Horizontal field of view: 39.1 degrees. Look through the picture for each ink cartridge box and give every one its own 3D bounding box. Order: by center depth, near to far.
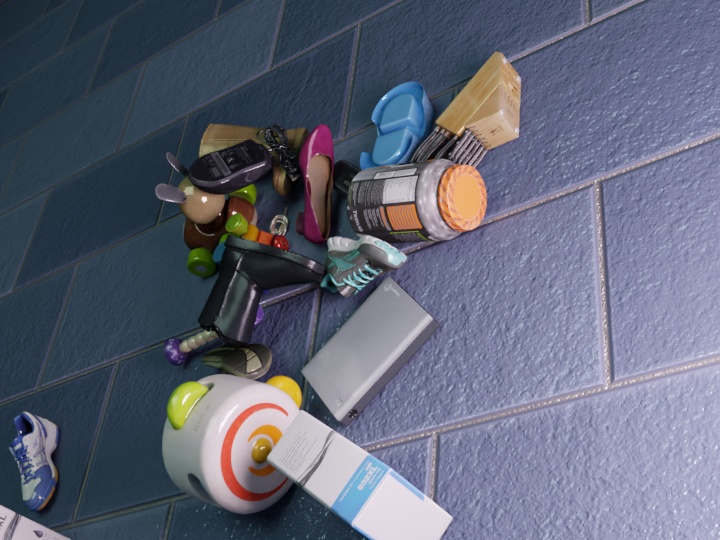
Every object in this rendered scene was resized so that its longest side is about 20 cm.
[{"bbox_3d":[-0.004,0.274,1.279,0.200,0.145,0.084,23,74,51],"label":"ink cartridge box"},{"bbox_3d":[-0.598,0.465,1.651,0.084,0.200,0.145,-4,55,42],"label":"ink cartridge box"}]

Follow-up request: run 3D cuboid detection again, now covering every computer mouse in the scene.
[{"bbox_3d":[-0.210,-0.181,1.816,0.199,0.053,0.139,-19,50,-13],"label":"computer mouse"}]

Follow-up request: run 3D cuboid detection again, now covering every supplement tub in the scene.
[{"bbox_3d":[0.085,-0.104,1.541,0.199,0.122,0.123,-1,57,43],"label":"supplement tub"}]

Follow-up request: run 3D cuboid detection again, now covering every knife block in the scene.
[{"bbox_3d":[0.166,-0.236,1.625,0.175,0.064,0.201,-18,46,32],"label":"knife block"}]

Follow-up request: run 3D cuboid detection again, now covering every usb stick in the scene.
[{"bbox_3d":[0.000,-0.140,1.731,0.055,0.033,0.200,-44,37,-5],"label":"usb stick"}]

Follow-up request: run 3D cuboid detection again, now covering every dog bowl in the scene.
[{"bbox_3d":[0.067,-0.231,1.730,0.111,0.050,0.201,-13,50,37],"label":"dog bowl"}]

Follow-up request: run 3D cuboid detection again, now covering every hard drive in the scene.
[{"bbox_3d":[0.013,0.116,1.494,0.200,0.033,0.140,-47,37,1],"label":"hard drive"}]

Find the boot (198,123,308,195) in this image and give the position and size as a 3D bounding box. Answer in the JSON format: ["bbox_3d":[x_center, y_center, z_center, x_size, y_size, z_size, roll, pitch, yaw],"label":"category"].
[{"bbox_3d":[-0.209,-0.209,1.906,0.199,0.066,0.176,4,43,13],"label":"boot"}]

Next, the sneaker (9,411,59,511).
[{"bbox_3d":[-0.609,0.349,1.857,0.075,0.088,0.201,-35,41,14],"label":"sneaker"}]

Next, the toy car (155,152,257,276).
[{"bbox_3d":[-0.303,-0.120,1.872,0.157,0.200,0.165,-23,44,29],"label":"toy car"}]

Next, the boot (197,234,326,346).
[{"bbox_3d":[-0.161,0.043,1.631,0.199,0.076,0.169,15,86,29],"label":"boot"}]

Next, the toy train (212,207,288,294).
[{"bbox_3d":[-0.190,-0.062,1.780,0.084,0.116,0.201,-15,48,35],"label":"toy train"}]

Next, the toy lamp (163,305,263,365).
[{"bbox_3d":[-0.251,0.105,1.744,0.199,0.058,0.058,-24,43,28],"label":"toy lamp"}]

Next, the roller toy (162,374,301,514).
[{"bbox_3d":[-0.173,0.246,1.444,0.139,0.199,0.184,5,97,47],"label":"roller toy"}]

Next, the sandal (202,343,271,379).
[{"bbox_3d":[-0.195,0.156,1.647,0.079,0.058,0.201,-20,10,-24],"label":"sandal"}]

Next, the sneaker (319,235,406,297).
[{"bbox_3d":[0.000,0.000,1.575,0.200,0.077,0.092,-2,63,62],"label":"sneaker"}]

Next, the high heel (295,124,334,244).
[{"bbox_3d":[-0.063,-0.147,1.729,0.096,0.067,0.202,21,107,59],"label":"high heel"}]
